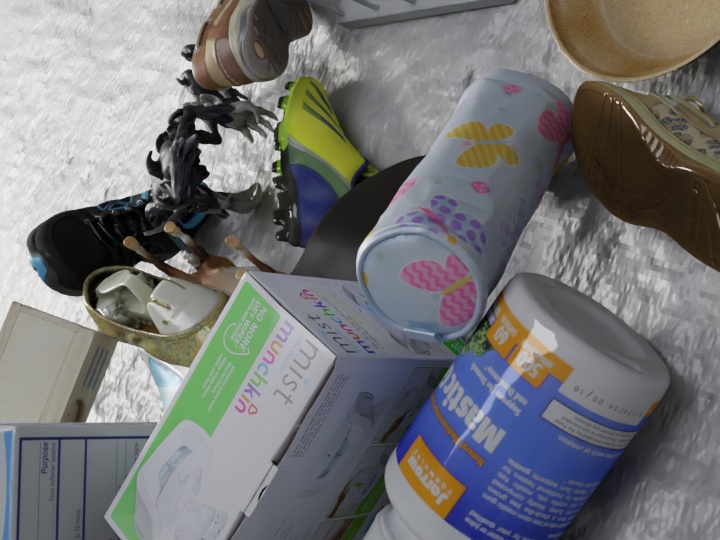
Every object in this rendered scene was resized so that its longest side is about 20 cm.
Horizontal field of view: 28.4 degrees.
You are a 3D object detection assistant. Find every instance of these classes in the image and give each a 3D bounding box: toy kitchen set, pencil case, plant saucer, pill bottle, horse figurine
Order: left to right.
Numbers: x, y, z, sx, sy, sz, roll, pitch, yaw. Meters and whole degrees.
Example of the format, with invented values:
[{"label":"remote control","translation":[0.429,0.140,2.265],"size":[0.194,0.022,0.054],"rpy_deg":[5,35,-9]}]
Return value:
[{"label":"toy kitchen set","translation":[-0.201,0.153,1.151],"size":[0.163,0.200,0.181],"rpy_deg":[18,82,19]},{"label":"horse figurine","translation":[-0.091,0.009,1.118],"size":[0.200,0.133,0.050],"rpy_deg":[12,71,38]},{"label":"pencil case","translation":[0.069,-0.044,0.881],"size":[0.200,0.083,0.091],"rpy_deg":[-55,-20,-46]},{"label":"pill bottle","translation":[0.084,0.111,0.848],"size":[0.200,0.112,0.112],"rpy_deg":[-57,40,17]},{"label":"plant saucer","translation":[0.201,-0.208,0.895],"size":[0.200,0.035,0.200],"rpy_deg":[-24,57,44]}]

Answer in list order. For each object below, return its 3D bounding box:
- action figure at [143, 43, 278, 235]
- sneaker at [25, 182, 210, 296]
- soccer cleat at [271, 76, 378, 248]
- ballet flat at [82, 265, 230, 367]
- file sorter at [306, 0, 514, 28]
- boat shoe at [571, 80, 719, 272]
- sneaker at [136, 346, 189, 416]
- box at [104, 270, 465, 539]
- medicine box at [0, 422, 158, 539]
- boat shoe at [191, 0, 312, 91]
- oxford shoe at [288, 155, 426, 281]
[{"label":"action figure","translation":[-0.122,-0.104,1.184],"size":[0.119,0.102,0.200],"rpy_deg":[114,166,-48]},{"label":"sneaker","translation":[-0.203,-0.038,1.213],"size":[0.082,0.200,0.073],"rpy_deg":[-34,87,32]},{"label":"soccer cleat","translation":[-0.027,-0.084,1.116],"size":[0.200,0.084,0.065],"rpy_deg":[-95,8,-51]},{"label":"ballet flat","translation":[-0.152,0.031,1.100],"size":[0.200,0.071,0.071],"rpy_deg":[10,83,48]},{"label":"file sorter","translation":[0.020,-0.278,1.077],"size":[0.200,0.124,0.139],"rpy_deg":[4,79,51]},{"label":"boat shoe","translation":[0.192,-0.057,0.833],"size":[0.200,0.063,0.073],"rpy_deg":[-130,36,-50]},{"label":"sneaker","translation":[-0.144,0.120,1.161],"size":[0.200,0.079,0.131],"rpy_deg":[25,105,63]},{"label":"box","translation":[-0.040,0.112,0.936],"size":[0.097,0.176,0.200],"rpy_deg":[42,110,31]},{"label":"medicine box","translation":[-0.189,0.198,0.992],"size":[0.103,0.200,0.182],"rpy_deg":[-5,82,43]},{"label":"boat shoe","translation":[-0.092,-0.204,1.167],"size":[0.072,0.076,0.200],"rpy_deg":[-20,21,20]},{"label":"oxford shoe","translation":[0.000,0.000,1.023],"size":[0.200,0.071,0.071],"rpy_deg":[-47,56,-6]}]
